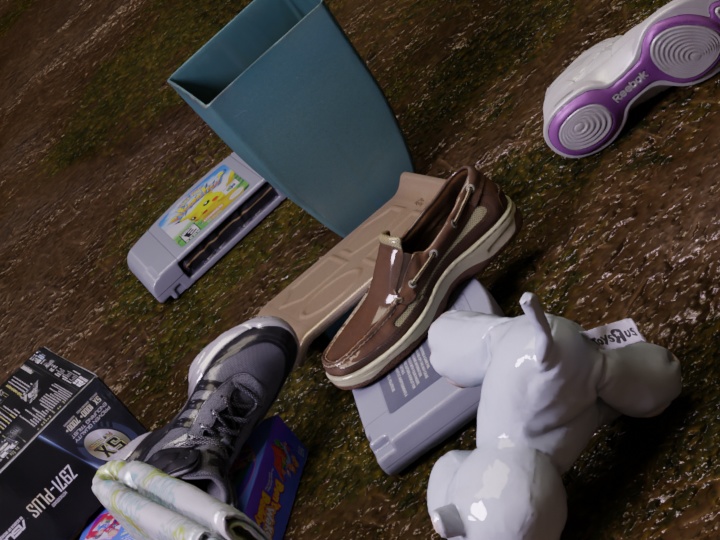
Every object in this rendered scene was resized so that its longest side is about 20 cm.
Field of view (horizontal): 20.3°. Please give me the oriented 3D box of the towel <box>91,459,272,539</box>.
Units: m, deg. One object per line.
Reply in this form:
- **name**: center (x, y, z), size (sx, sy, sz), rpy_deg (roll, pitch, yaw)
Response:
- **towel**: center (-0.086, 0.205, 1.356), size (0.048, 0.172, 0.199), rpy_deg (-46, 24, -17)

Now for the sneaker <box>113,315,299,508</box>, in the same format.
- **sneaker**: center (-0.108, 0.128, 1.530), size (0.200, 0.075, 0.114), rpy_deg (-48, 25, -2)

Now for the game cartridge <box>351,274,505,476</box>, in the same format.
- **game cartridge**: center (0.054, 0.067, 1.553), size (0.133, 0.042, 0.200), rpy_deg (-33, 25, 7)

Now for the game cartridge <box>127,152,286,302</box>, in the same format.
- **game cartridge**: center (-0.152, -0.056, 2.057), size (0.200, 0.041, 0.133), rpy_deg (-43, 21, -6)

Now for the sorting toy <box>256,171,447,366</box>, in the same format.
- **sorting toy**: center (0.000, 0.000, 1.716), size (0.200, 0.037, 0.185), rpy_deg (-45, 14, -6)

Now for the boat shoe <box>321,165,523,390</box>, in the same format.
- **boat shoe**: center (0.034, 0.000, 1.562), size (0.202, 0.075, 0.075), rpy_deg (-47, 25, -14)

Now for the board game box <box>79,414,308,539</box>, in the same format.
- **board game box**: center (-0.143, 0.206, 1.589), size (0.199, 0.045, 0.135), rpy_deg (-26, 28, 29)

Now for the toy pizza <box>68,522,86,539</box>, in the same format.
- **toy pizza**: center (-0.294, 0.226, 1.792), size (0.199, 0.032, 0.201), rpy_deg (-31, 26, 17)

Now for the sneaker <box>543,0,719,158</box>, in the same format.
- **sneaker**: center (0.230, -0.180, 1.663), size (0.199, 0.075, 0.100), rpy_deg (-33, 26, 16)

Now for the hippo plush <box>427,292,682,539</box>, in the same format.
- **hippo plush**: center (0.122, 0.116, 1.294), size (0.200, 0.158, 0.163), rpy_deg (168, 115, -71)

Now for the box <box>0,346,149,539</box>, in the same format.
- **box**: center (-0.280, 0.162, 1.719), size (0.164, 0.086, 0.200), rpy_deg (-45, 19, -13)

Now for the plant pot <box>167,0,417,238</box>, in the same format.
- **plant pot**: center (-0.049, -0.135, 1.839), size (0.141, 0.200, 0.141), rpy_deg (-41, 24, -5)
